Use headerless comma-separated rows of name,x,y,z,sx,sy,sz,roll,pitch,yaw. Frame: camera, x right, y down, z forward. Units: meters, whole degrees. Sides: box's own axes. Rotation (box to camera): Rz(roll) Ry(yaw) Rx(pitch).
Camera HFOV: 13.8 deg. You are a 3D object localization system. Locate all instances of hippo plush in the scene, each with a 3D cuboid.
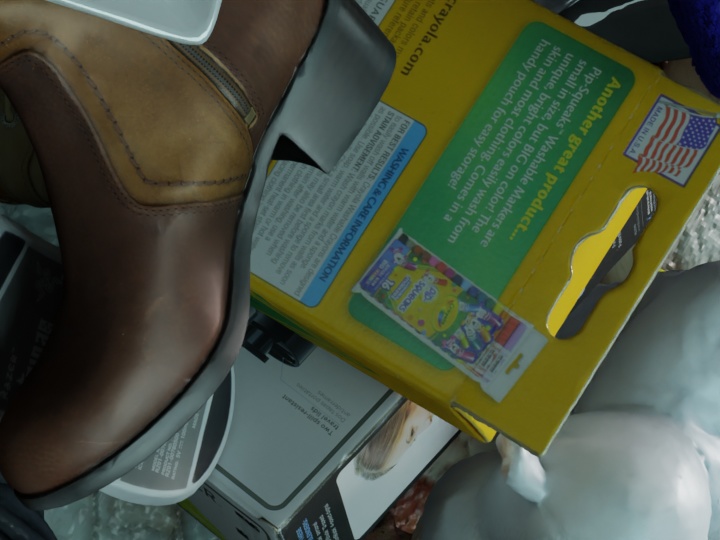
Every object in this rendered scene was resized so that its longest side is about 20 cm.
hippo plush,0.110,0.085,1.055,0.159,0.200,0.161,50,47,-14

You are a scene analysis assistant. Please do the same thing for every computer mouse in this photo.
computer mouse,-0.119,0.020,0.899,0.200,0.044,0.110,30,67,-42

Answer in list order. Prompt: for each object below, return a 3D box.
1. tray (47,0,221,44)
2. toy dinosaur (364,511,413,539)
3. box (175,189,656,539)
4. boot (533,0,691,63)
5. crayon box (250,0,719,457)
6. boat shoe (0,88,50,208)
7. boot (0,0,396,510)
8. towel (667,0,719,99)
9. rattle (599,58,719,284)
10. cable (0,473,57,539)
tray,-0.068,-0.172,0.820,0.107,0.022,0.201,16,87,-19
toy dinosaur,0.027,0.162,1.157,0.136,0.086,0.200,-61,143,-12
box,0.000,0.000,1.017,0.200,0.117,0.060,-47,154,-18
boot,0.158,-0.048,1.102,0.165,0.066,0.200,-33,92,-18
crayon box,0.013,-0.034,0.954,0.126,0.200,0.052,-57,157,-6
boat shoe,-0.074,-0.114,0.928,0.075,0.068,0.201,13,99,-44
boot,-0.102,-0.055,0.841,0.200,0.068,0.189,40,79,-29
towel,0.105,-0.117,0.931,0.049,0.200,0.148,-26,94,6
rattle,0.161,-0.034,1.204,0.143,0.130,0.201,39,49,-64
cable,-0.112,0.134,0.953,0.163,0.051,0.201,45,33,-56
